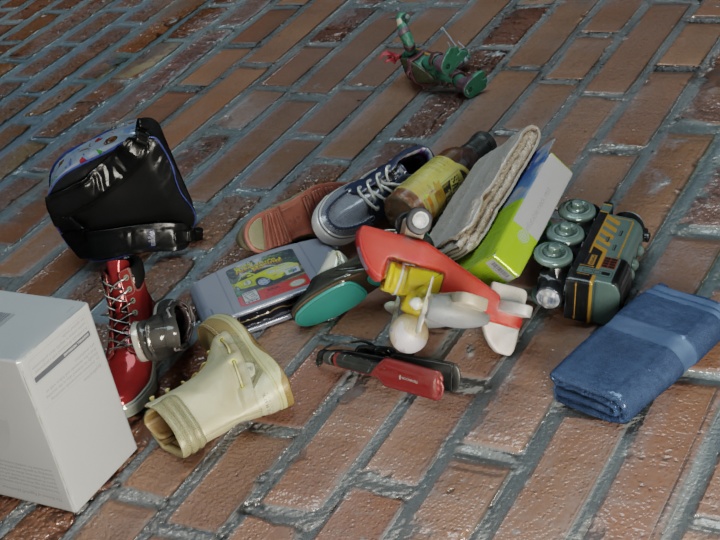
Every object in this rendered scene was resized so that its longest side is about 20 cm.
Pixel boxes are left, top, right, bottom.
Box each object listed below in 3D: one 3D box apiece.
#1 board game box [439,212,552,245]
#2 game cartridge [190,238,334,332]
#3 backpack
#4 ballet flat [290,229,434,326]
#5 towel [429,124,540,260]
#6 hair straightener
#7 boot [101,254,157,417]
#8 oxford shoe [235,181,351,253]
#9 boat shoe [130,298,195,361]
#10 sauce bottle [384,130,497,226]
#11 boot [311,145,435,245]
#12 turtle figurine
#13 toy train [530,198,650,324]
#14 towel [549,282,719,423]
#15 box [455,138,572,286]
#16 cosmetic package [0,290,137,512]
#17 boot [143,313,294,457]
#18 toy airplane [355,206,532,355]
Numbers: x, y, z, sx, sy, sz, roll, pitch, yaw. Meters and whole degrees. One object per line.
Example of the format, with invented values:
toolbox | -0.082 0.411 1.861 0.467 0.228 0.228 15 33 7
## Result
board game box | 0.171 -0.082 1.800 0.133 0.029 0.201 -14 31 2
game cartridge | -0.116 0.021 1.745 0.198 0.041 0.133 -20 27 -10
backpack | -0.346 -0.112 1.919 0.189 0.201 0.154 -24 26 -4
ballet flat | 0.000 0.000 1.661 0.199 0.068 0.069 -25 56 13
towel | 0.143 -0.087 1.681 0.201 0.034 0.132 -57 13 -28
hair straightener | 0.032 0.110 1.548 0.199 0.041 0.077 4 13 38
boot | -0.288 0.072 1.623 0.072 0.145 0.201 -7 32 9
oxford shoe | -0.081 -0.075 1.857 0.198 0.072 0.074 -17 6 -25
boat shoe | -0.224 0.071 1.635 0.056 0.068 0.200 -14 6 7
sauce bottle | 0.112 -0.122 1.798 0.066 0.067 0.200 14 43 39
boot | 0.018 -0.107 1.812 0.200 0.073 0.090 -38 -5 -45
turtle figurine | 0.116 -0.344 2.193 0.149 0.101 0.200 17 14 -35
toy train | 0.272 -0.013 1.601 0.113 0.086 0.200 13 36 19
towel | 0.300 0.089 1.446 0.199 0.049 0.111 -34 36 -31
box | 0.180 -0.057 1.641 0.122 0.048 0.201 -35 19 55
cosmetic package | -0.379 0.138 1.497 0.198 0.202 0.123 7 33 30
boot | -0.184 0.131 1.558 0.155 0.073 0.200 -28 36 -20
toy airplane | 0.091 0.038 1.522 0.198 0.200 0.142 29 80 37
